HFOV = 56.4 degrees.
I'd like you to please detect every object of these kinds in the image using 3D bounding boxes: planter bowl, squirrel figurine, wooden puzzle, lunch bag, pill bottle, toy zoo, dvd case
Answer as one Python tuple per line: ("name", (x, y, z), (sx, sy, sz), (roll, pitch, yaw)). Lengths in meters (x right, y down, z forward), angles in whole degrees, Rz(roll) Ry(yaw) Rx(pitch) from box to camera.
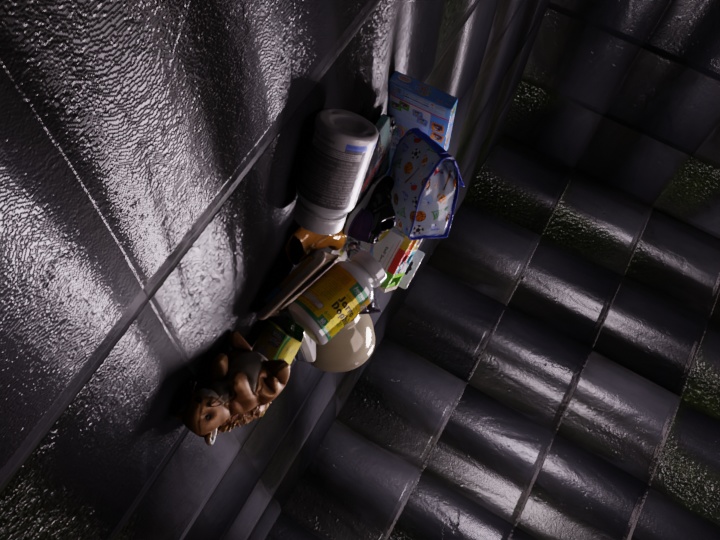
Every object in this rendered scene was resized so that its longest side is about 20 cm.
("planter bowl", (-0.061, 0.136, 1.697), (0.201, 0.199, 0.135), (-54, 156, -36))
("squirrel figurine", (-0.244, 0.246, 1.243), (0.187, 0.141, 0.201), (-45, 159, -38))
("wooden puzzle", (-0.127, 0.025, 1.386), (0.185, 0.037, 0.200), (-43, 176, 5))
("lunch bag", (0.141, -0.195, 1.495), (0.123, 0.170, 0.201), (-7, 124, -24))
("pill bottle", (-0.049, -0.170, 1.182), (0.114, 0.113, 0.201), (-46, 161, -55))
("toy zoo", (0.110, -0.043, 1.605), (0.201, 0.020, 0.131), (-62, 168, 11))
("dvd case", (0.021, -0.218, 1.421), (0.146, 0.022, 0.200), (-59, 168, -18))
("pill bottle", (-0.044, 0.052, 1.407), (0.200, 0.113, 0.113), (-41, 164, -15))

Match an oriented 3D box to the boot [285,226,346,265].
("boot", (-0.096, -0.062, 1.384), (0.144, 0.071, 0.202), (-51, 163, -23))

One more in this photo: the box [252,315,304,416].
("box", (-0.193, 0.191, 1.408), (0.201, 0.048, 0.117), (-61, -150, -4))

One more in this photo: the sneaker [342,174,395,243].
("sneaker", (0.042, -0.124, 1.440), (0.200, 0.087, 0.076), (-56, 166, -39))

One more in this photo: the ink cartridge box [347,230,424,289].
("ink cartridge box", (0.053, -0.048, 1.722), (0.118, 0.199, 0.067), (-61, 169, -4))

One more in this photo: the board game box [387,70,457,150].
("board game box", (0.134, -0.346, 1.506), (0.037, 0.151, 0.200), (-60, 169, -18))

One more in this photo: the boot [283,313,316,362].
("boot", (-0.159, 0.146, 1.521), (0.201, 0.090, 0.073), (83, 9, -49))

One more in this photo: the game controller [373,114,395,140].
("game controller", (0.024, -0.263, 1.456), (0.200, 0.042, 0.105), (-49, 148, -48))

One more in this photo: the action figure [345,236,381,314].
("action figure", (0.000, 0.000, 1.567), (0.130, 0.069, 0.201), (17, 66, -67))

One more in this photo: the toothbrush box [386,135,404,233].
("toothbrush box", (0.100, -0.217, 1.680), (0.201, 0.146, 0.085), (-61, 170, -11))

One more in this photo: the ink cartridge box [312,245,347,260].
("ink cartridge box", (-0.053, -0.070, 1.590), (0.201, 0.048, 0.146), (-57, 168, -13))
